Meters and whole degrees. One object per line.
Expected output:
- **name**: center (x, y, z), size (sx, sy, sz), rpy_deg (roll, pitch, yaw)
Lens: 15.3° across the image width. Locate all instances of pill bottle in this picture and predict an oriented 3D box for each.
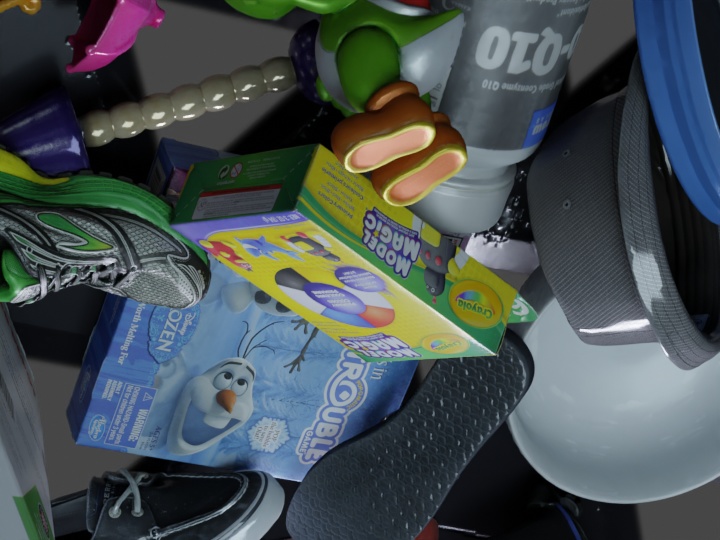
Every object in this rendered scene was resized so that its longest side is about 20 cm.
- **pill bottle**: center (0.066, -0.131, 1.541), size (0.113, 0.114, 0.201), rpy_deg (7, 118, -19)

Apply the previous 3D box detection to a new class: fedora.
- **fedora**: center (0.153, -0.034, 1.550), size (0.090, 0.201, 0.177), rpy_deg (-11, 150, 23)

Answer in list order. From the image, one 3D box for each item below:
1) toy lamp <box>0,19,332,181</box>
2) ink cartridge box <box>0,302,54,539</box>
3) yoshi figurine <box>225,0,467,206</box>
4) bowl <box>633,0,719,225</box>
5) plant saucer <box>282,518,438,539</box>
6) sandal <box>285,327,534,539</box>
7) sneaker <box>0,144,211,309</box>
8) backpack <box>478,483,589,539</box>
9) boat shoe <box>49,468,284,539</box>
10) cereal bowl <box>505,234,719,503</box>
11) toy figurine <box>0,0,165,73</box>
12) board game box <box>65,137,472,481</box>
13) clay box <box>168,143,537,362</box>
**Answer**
- **toy lamp**: center (-0.113, -0.094, 1.551), size (0.199, 0.058, 0.059), rpy_deg (-16, 123, -8)
- **ink cartridge box**: center (-0.236, 0.084, 1.539), size (0.084, 0.200, 0.147), rpy_deg (-16, 123, -1)
- **yoshi figurine**: center (-0.022, -0.132, 1.478), size (0.111, 0.201, 0.113), rpy_deg (-4, 149, -31)
- **bowl**: center (0.208, -0.120, 1.547), size (0.039, 0.201, 0.201), rpy_deg (-12, 128, 25)
- **plant saucer**: center (-0.038, 0.270, 1.803), size (0.199, 0.037, 0.201), rpy_deg (-8, 122, -10)
- **sandal**: center (0.036, 0.111, 1.661), size (0.076, 0.043, 0.200), rpy_deg (47, 111, 0)
- **sneaker**: center (-0.178, -0.009, 1.518), size (0.199, 0.086, 0.078), rpy_deg (15, 140, -24)
- **backpack**: center (0.128, 0.282, 1.771), size (0.146, 0.183, 0.200), rpy_deg (-26, 134, 1)
- **boat shoe**: center (-0.146, 0.156, 1.670), size (0.199, 0.072, 0.068), rpy_deg (-17, 125, 19)
- **cereal bowl**: center (0.177, 0.044, 1.696), size (0.199, 0.083, 0.201), rpy_deg (-7, 121, -11)
- **toy figurine**: center (-0.196, -0.173, 1.459), size (0.183, 0.150, 0.201), rpy_deg (-14, 99, -23)
- **board game box**: center (-0.057, 0.032, 1.648), size (0.198, 0.043, 0.201), rpy_deg (10, 118, -22)
- **clay box**: center (0.000, 0.000, 1.546), size (0.200, 0.115, 0.048), rpy_deg (36, 63, -34)
